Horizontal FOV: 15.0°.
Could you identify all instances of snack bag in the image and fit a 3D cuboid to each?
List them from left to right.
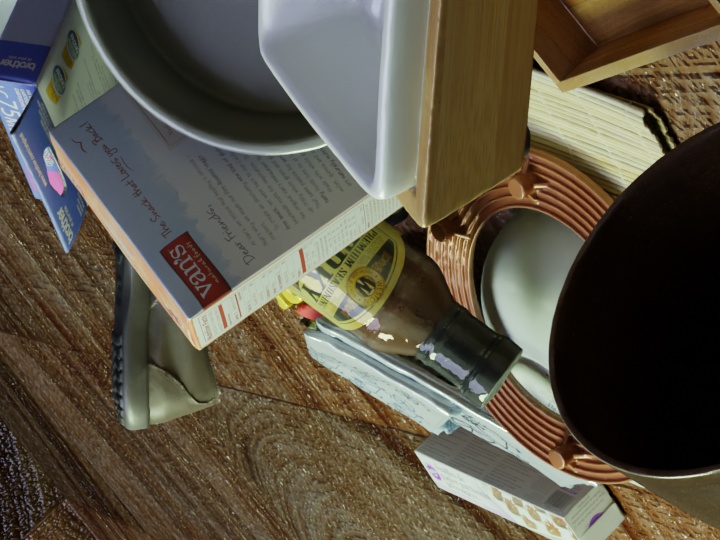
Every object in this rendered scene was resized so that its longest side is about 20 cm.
[{"bbox_3d":[0.054,0.087,1.684,0.199,0.021,0.189,29,174,1],"label":"snack bag"}]

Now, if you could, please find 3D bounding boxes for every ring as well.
[{"bbox_3d":[0.101,0.027,1.500,0.200,0.019,0.201,31,135,37],"label":"ring"}]

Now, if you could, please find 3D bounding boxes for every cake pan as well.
[{"bbox_3d":[-0.050,-0.160,1.393,0.200,0.200,0.037,48,-154,-2],"label":"cake pan"}]

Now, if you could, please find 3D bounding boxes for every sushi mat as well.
[{"bbox_3d":[0.107,-0.072,1.443,0.200,0.012,0.096,27,153,52],"label":"sushi mat"}]

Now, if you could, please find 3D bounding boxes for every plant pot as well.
[{"bbox_3d":[0.216,0.058,1.218,0.200,0.187,0.187,41,171,-37],"label":"plant pot"}]

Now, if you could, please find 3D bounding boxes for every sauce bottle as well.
[{"bbox_3d":[0.000,0.000,1.514,0.200,0.065,0.065,35,162,6],"label":"sauce bottle"}]

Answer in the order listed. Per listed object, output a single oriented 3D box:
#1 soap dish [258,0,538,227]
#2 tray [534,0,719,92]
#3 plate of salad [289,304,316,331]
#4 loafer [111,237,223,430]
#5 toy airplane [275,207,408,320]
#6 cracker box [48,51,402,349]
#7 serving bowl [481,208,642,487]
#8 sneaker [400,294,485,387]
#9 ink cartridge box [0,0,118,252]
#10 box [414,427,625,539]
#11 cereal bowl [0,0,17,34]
[{"bbox_3d":[0.017,-0.134,1.256,0.200,0.081,0.158,-126,34,-57],"label":"soap dish"},{"bbox_3d":[0.110,-0.141,1.235,0.099,0.037,0.200,50,165,-9],"label":"tray"},{"bbox_3d":[-0.022,0.020,1.929,0.200,0.048,0.200,43,163,16],"label":"plate of salad"},{"bbox_3d":[-0.106,-0.009,1.582,0.073,0.071,0.201,-134,45,-73],"label":"loafer"},{"bbox_3d":[-0.083,-0.036,1.665,0.198,0.142,0.200,21,161,27],"label":"toy airplane"},{"bbox_3d":[-0.047,-0.071,1.466,0.134,0.200,0.058,52,170,17],"label":"cracker box"},{"bbox_3d":[0.137,0.058,1.574,0.200,0.066,0.200,44,164,15],"label":"serving bowl"},{"bbox_3d":[0.049,0.041,1.737,0.082,0.075,0.200,33,-176,-25],"label":"sneaker"},{"bbox_3d":[-0.159,-0.125,1.542,0.042,0.201,0.120,8,150,15],"label":"ink cartridge box"},{"bbox_3d":[0.108,0.148,1.903,0.039,0.041,0.200,56,161,-26],"label":"box"},{"bbox_3d":[-0.246,-0.222,1.881,0.200,0.083,0.200,42,163,17],"label":"cereal bowl"}]
